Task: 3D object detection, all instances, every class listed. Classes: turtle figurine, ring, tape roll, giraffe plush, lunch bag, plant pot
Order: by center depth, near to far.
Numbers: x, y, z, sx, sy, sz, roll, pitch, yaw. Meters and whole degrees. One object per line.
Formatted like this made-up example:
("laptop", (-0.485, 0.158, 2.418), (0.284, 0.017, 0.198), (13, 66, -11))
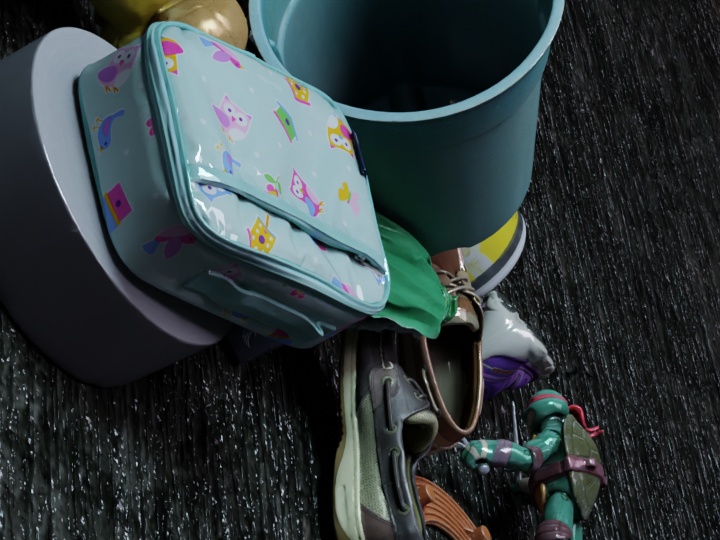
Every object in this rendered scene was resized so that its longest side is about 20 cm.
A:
("lunch bag", (-0.065, -0.043, 1.389), (0.200, 0.077, 0.161), (23, 43, -49))
("tape roll", (-0.151, -0.036, 1.395), (0.200, 0.066, 0.201), (50, 25, -33))
("giraffe plush", (-0.136, -0.174, 1.527), (0.200, 0.172, 0.163), (20, -47, 68))
("plant pot", (0.038, -0.122, 1.609), (0.196, 0.199, 0.201), (79, -2, -57))
("ring", (0.076, 0.235, 1.700), (0.201, 0.019, 0.201), (50, 24, -32))
("turtle figurine", (0.133, 0.161, 1.819), (0.150, 0.100, 0.201), (41, 34, -51))

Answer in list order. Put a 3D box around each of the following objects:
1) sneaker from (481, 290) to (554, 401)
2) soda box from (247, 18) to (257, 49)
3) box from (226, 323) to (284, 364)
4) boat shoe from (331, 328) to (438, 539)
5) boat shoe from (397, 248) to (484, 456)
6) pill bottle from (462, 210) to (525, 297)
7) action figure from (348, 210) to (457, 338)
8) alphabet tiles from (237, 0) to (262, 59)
("sneaker", (0.094, 0.065, 1.885), (0.081, 0.083, 0.200), (51, 1, 11))
("soda box", (-0.005, -0.142, 1.879), (0.200, 0.071, 0.063), (50, 22, -33))
("box", (-0.064, -0.033, 1.630), (0.158, 0.051, 0.200), (63, 19, -1))
("boat shoe", (0.020, 0.105, 1.607), (0.073, 0.065, 0.201), (68, 21, -56))
("boat shoe", (0.058, 0.030, 1.732), (0.076, 0.072, 0.201), (1, 81, -38))
("pill bottle", (0.031, -0.071, 1.823), (0.200, 0.112, 0.112), (51, 23, -31))
("action figure", (0.000, 0.000, 1.578), (0.200, 0.055, 0.118), (27, 45, -46))
("alphabet tiles", (-0.078, -0.237, 1.724), (0.200, 0.006, 0.167), (172, -99, -75))
